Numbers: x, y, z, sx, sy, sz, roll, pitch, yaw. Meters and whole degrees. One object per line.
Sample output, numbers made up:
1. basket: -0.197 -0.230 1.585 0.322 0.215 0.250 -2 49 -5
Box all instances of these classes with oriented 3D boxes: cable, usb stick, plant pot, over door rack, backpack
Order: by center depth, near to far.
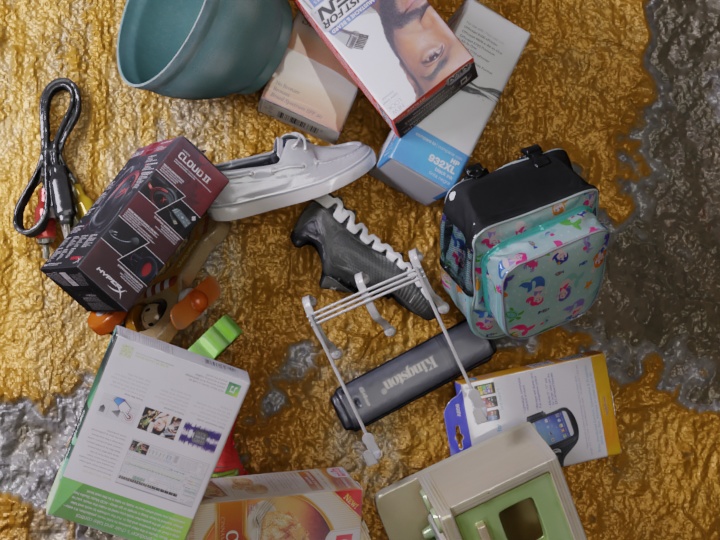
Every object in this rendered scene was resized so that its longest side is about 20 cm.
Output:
1. plant pot: -0.159 -0.270 1.664 0.133 0.199 0.203 22 83 -33
2. backpack: 0.179 -0.014 1.672 0.176 0.201 0.151 -21 57 -17
3. over door rack: 0.038 0.095 1.674 0.146 0.067 0.202 -23 89 13
4. cable: -0.343 -0.111 1.698 0.096 0.050 0.202 -10 75 2
5. usb stick: 0.061 0.118 1.734 0.198 0.033 0.056 -27 91 -9

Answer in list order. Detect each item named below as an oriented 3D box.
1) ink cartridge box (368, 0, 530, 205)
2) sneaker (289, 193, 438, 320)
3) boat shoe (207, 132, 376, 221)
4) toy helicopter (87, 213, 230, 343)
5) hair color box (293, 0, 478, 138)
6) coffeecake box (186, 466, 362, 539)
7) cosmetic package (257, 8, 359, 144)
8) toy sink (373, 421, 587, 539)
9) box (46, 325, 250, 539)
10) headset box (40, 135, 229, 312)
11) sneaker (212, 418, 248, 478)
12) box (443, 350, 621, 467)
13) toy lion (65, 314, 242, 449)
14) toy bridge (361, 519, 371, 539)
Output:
1. ink cartridge box: 0.098 -0.185 1.704 0.083 0.145 0.202 28 83 -5
2. sneaker: 0.000 0.000 1.720 0.200 0.066 0.091 43 84 0
3. boat shoe: -0.081 -0.116 1.686 0.198 0.072 0.069 -16 111 -3
4. toy helicopter: -0.199 0.015 1.665 0.079 0.131 0.201 47 61 -31
5. hair color box: 0.023 -0.256 1.619 0.111 0.064 0.201 -37 74 0
6. coffeecake box: -0.103 0.303 1.639 0.198 0.073 0.156 -3 105 -20
7. cosmetic package: -0.032 -0.258 1.719 0.102 0.087 0.202 22 83 -4
8. toy sink: 0.133 0.279 1.668 0.198 0.112 0.132 -23 110 -4
9. box: -0.212 0.171 1.511 0.143 0.036 0.202 21 100 -15
10. headset box: -0.235 -0.056 1.619 0.075 0.148 0.201 43 71 -20
11. sneaker: -0.152 0.226 1.683 0.084 0.077 0.203 11 95 -14
12. box: 0.192 0.170 1.742 0.197 0.041 0.121 -11 94 -7
13. toy lion: -0.205 0.126 1.619 0.192 0.200 0.069 -44 91 10
14. toy bridge: 0.034 0.368 1.696 0.027 0.067 0.202 -26 91 -9
